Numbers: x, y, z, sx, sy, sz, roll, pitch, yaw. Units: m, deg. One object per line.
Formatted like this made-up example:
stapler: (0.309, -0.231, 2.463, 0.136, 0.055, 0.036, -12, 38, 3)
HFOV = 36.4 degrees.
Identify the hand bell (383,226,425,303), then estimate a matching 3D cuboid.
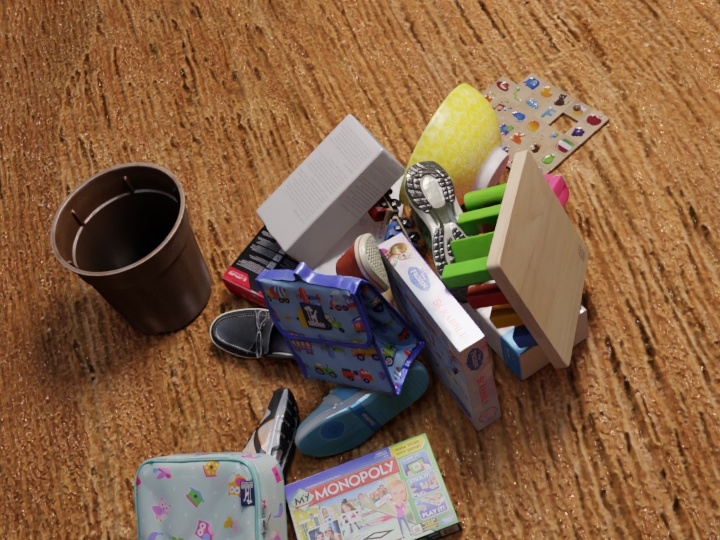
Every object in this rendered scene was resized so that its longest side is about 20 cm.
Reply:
hand bell: (0.047, -0.002, 1.571, 0.104, 0.104, 0.200, 20, 50, 27)

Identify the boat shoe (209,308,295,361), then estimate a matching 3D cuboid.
boat shoe: (-0.127, 0.092, 1.555, 0.199, 0.062, 0.075, 9, 79, 20)

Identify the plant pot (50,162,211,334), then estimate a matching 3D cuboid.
plant pot: (-0.319, -0.020, 1.612, 0.200, 0.198, 0.201, -8, 54, 11)

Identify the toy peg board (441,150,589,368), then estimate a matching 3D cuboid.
toy peg board: (0.196, -0.008, 1.394, 0.098, 0.199, 0.200, -11, 43, 34)

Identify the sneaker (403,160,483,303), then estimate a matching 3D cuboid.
sneaker: (0.114, -0.048, 1.504, 0.077, 0.089, 0.201, -17, 80, -11)

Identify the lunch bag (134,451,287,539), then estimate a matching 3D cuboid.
lunch bag: (-0.187, 0.309, 1.368, 0.199, 0.077, 0.161, -5, 83, 28)

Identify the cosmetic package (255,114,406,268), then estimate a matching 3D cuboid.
cosmetic package: (-0.043, -0.112, 1.569, 0.200, 0.071, 0.101, -45, 50, 8)

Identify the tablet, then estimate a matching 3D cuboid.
tablet: (-0.004, -0.071, 1.626, 0.130, 0.014, 0.201, 11, 67, -6)

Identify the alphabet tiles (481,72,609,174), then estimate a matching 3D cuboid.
alphabet tiles: (0.260, -0.234, 1.727, 0.167, 0.008, 0.200, -41, 54, -14)

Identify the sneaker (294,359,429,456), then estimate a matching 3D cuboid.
sneaker: (-0.014, 0.158, 1.482, 0.200, 0.080, 0.131, -32, 42, -1)

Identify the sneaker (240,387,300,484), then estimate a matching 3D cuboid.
sneaker: (-0.133, 0.243, 1.449, 0.080, 0.074, 0.200, 1, 55, 19)

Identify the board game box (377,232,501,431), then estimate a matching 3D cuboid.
board game box: (0.104, 0.081, 1.421, 0.041, 0.200, 0.200, -30, 53, -9)

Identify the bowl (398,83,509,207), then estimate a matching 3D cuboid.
bowl: (0.152, -0.159, 1.602, 0.108, 0.200, 0.200, 31, 66, 12)

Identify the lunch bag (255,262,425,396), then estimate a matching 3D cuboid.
lunch bag: (-0.031, 0.056, 1.380, 0.150, 0.200, 0.094, 7, 54, 34)

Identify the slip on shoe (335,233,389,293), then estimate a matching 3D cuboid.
slip on shoe: (0.000, 0.000, 1.388, 0.061, 0.200, 0.074, -16, 85, -1)

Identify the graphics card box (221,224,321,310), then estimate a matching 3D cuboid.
graphics card box: (-0.099, -0.028, 1.649, 0.125, 0.051, 0.200, 23, 64, 28)

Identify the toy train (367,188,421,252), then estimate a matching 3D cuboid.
toy train: (0.031, -0.094, 1.584, 0.046, 0.034, 0.200, -9, 51, -27)

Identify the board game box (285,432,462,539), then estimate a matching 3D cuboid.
board game box: (0.013, 0.302, 1.393, 0.200, 0.029, 0.135, -21, 53, 0)

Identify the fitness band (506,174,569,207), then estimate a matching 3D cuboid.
fitness band: (0.216, -0.081, 1.555, 0.143, 0.037, 0.200, -13, 25, 39)

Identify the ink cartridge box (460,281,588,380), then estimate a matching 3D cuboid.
ink cartridge box: (0.205, 0.039, 1.506, 0.116, 0.067, 0.200, -33, 53, -10)
